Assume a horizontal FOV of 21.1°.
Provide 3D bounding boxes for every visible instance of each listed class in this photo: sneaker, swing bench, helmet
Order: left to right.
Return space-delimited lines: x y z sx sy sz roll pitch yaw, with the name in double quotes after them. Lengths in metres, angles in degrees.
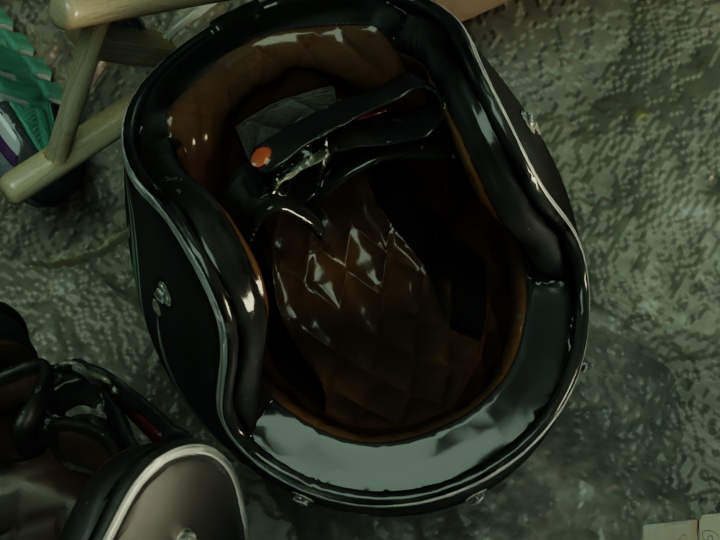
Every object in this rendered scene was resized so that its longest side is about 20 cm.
-0.207 -0.094 0.916 0.088 0.074 0.200 -40 70 15 "sneaker"
-0.159 0.123 0.754 0.200 0.200 0.191 45 56 14 "helmet"
-0.120 -0.171 0.853 0.200 0.130 0.199 -31 72 -35 "swing bench"
0.000 0.000 0.800 0.200 0.191 0.200 -13 38 11 "helmet"

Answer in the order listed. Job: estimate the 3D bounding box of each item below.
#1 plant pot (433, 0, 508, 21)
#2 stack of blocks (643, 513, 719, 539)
0.071 -0.207 0.865 0.175 0.200 0.200 -39 75 8 "plant pot"
0.205 0.150 0.747 0.200 0.059 0.115 -14 68 45 "stack of blocks"
